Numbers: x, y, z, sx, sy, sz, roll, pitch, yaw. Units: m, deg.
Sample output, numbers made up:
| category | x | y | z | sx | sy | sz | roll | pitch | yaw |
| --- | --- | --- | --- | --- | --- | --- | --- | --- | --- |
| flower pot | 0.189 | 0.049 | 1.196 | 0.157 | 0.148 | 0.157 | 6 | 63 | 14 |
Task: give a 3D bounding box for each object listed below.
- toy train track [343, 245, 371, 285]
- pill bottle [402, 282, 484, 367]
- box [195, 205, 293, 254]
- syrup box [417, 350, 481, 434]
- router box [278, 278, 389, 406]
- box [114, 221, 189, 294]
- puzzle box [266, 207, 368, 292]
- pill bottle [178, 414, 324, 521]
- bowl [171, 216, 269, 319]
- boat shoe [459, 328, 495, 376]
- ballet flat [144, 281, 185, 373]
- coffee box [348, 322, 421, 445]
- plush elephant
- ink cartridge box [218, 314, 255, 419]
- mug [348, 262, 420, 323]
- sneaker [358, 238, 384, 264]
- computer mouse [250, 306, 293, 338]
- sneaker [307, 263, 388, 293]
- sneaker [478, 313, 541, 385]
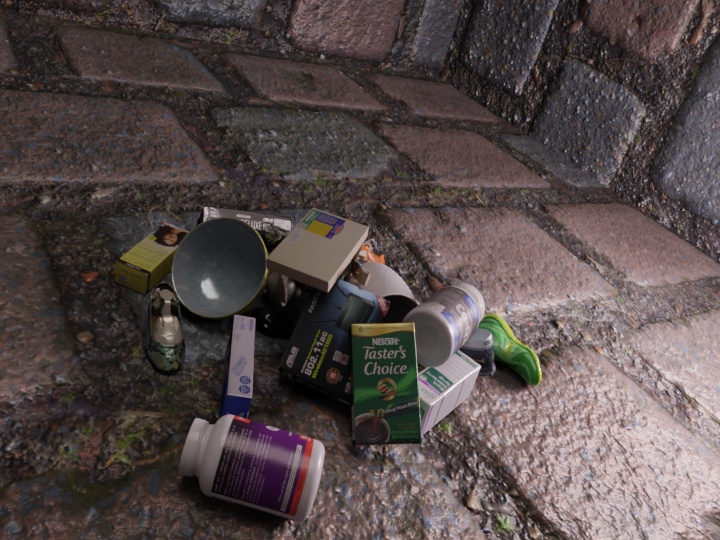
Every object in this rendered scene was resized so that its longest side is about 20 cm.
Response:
| category | x | y | z | sx | sy | sz | roll | pitch | yaw |
| --- | --- | --- | --- | --- | --- | --- | --- | --- | --- |
| toy train track | 0.000 | 0.000 | 1.248 | 0.032 | 0.118 | 0.200 | 21 | 7 | -12 |
| pill bottle | 0.168 | 0.099 | 1.233 | 0.112 | 0.117 | 0.199 | 31 | 30 | 20 |
| box | -0.260 | -0.075 | 1.372 | 0.193 | 0.157 | 0.052 | 5 | 69 | -22 |
| syrup box | 0.143 | 0.226 | 1.198 | 0.078 | 0.084 | 0.197 | 32 | 31 | 28 |
| router box | -0.046 | 0.123 | 1.157 | 0.146 | 0.062 | 0.205 | 21 | 71 | 6 |
| box | -0.425 | -0.031 | 1.304 | 0.073 | 0.051 | 0.201 | 20 | 30 | 1 |
| puzzle box | -0.077 | -0.045 | 1.201 | 0.129 | 0.026 | 0.201 | 19 | 39 | 14 |
| pill bottle | -0.155 | 0.278 | 0.901 | 0.194 | 0.115 | 0.113 | 18 | 29 | -4 |
| bowl | -0.267 | 0.007 | 1.256 | 0.196 | 0.204 | 0.108 | 27 | -11 | 14 |
| boat shoe | 0.200 | 0.168 | 1.347 | 0.070 | 0.094 | 0.197 | -28 | 25 | -38 |
| ballet flat | -0.352 | 0.093 | 1.128 | 0.072 | 0.076 | 0.202 | 3 | 34 | -27 |
| coffee box | 0.040 | 0.194 | 1.086 | 0.118 | 0.044 | 0.207 | 1 | 73 | -6 |
| plush elephant | -0.131 | 0.011 | 1.292 | 0.195 | 0.159 | 0.164 | 21 | 3 | -21 |
| ink cartridge box | -0.207 | 0.175 | 1.055 | 0.043 | 0.096 | 0.202 | 10 | 31 | -14 |
| mug | 0.057 | 0.073 | 1.338 | 0.195 | 0.151 | 0.177 | 16 | 23 | -25 |
| sneaker | -0.009 | -0.034 | 1.542 | 0.089 | 0.079 | 0.198 | -11 | -4 | 27 |
| computer mouse | -0.129 | 0.119 | 1.256 | 0.194 | 0.035 | 0.059 | 21 | 29 | 0 |
| sneaker | -0.030 | 0.018 | 1.425 | 0.194 | 0.090 | 0.075 | -1 | 34 | -32 |
| sneaker | 0.326 | 0.187 | 1.403 | 0.082 | 0.075 | 0.201 | -25 | 51 | -19 |
